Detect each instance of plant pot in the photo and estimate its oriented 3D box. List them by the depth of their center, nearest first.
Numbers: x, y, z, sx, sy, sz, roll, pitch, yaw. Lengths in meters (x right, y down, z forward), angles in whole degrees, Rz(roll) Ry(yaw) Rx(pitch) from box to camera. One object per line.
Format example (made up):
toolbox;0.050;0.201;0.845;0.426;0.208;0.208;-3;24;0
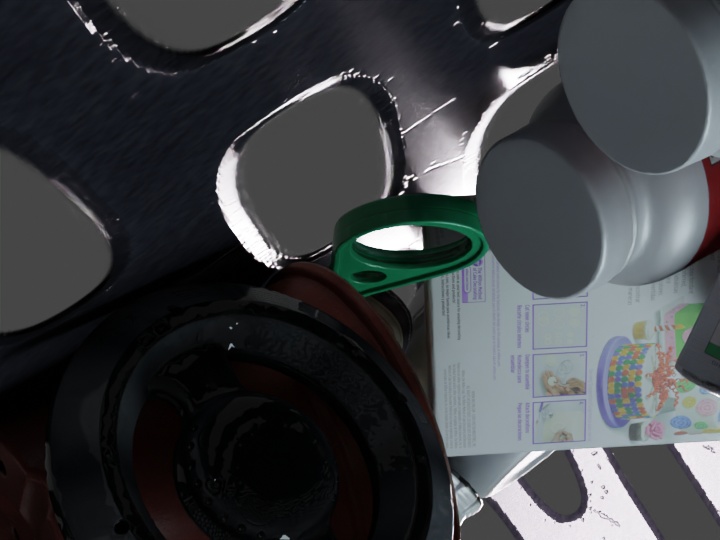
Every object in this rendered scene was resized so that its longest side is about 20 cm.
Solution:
plant pot;-0.085;0.119;1.203;0.195;0.201;0.201;-19;167;-26

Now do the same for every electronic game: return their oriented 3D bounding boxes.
electronic game;-0.048;0.094;1.085;0.200;0.200;0.042;-26;165;-37

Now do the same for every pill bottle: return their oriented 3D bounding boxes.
pill bottle;0.183;-0.116;1.031;0.200;0.112;0.112;-27;171;-35
pill bottle;0.158;-0.061;1.215;0.200;0.112;0.112;-26;170;-37

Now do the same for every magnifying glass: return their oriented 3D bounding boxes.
magnifying glass;0.000;0.000;1.276;0.079;0.022;0.200;8;156;-27

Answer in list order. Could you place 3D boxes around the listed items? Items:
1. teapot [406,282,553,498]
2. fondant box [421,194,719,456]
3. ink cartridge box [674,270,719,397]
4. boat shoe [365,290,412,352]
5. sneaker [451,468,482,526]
teapot;0.097;0.036;1.497;0.200;0.146;0.197;-41;171;14
fondant box;0.136;0.028;1.340;0.199;0.145;0.058;-3;-146;0
ink cartridge box;0.244;-0.018;1.235;0.201;0.050;0.161;-66;155;1
boat shoe;-0.007;0.048;1.468;0.065;0.072;0.200;-45;173;-27
sneaker;-0.007;0.119;1.389;0.090;0.078;0.200;-47;130;-4
